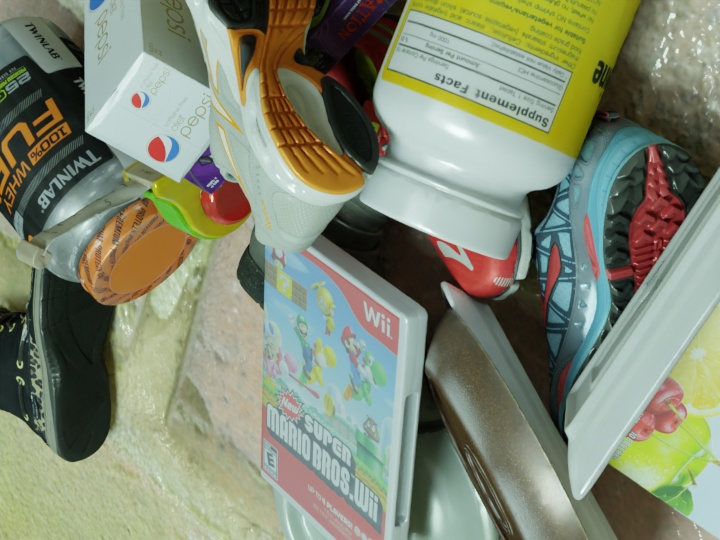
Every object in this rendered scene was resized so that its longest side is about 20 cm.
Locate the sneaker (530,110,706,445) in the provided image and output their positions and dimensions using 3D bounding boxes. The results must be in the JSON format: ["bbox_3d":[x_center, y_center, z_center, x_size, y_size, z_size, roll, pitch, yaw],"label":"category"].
[{"bbox_3d":[0.138,0.004,0.783,0.096,0.079,0.201,-125,35,-52],"label":"sneaker"}]

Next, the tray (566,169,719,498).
[{"bbox_3d":[0.152,0.010,0.674,0.022,0.107,0.201,33,103,3],"label":"tray"}]

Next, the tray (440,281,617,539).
[{"bbox_3d":[0.103,0.100,0.818,0.022,0.107,0.201,-28,74,0],"label":"tray"}]

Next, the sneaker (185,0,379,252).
[{"bbox_3d":[-0.061,-0.098,0.746,0.092,0.075,0.201,-56,45,47],"label":"sneaker"}]

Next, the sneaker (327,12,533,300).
[{"bbox_3d":[0.028,-0.064,0.815,0.077,0.084,0.201,-53,55,44],"label":"sneaker"}]

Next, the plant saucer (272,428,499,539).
[{"bbox_3d":[0.001,0.165,0.954,0.199,0.050,0.202,14,112,37],"label":"plant saucer"}]

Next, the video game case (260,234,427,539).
[{"bbox_3d":[-0.016,0.081,0.863,0.143,0.017,0.202,36,132,43],"label":"video game case"}]

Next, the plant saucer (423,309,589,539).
[{"bbox_3d":[0.084,0.118,0.790,0.201,0.032,0.200,63,176,8],"label":"plant saucer"}]

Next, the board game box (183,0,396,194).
[{"bbox_3d":[-0.036,-0.148,0.824,0.200,0.032,0.121,-43,35,27],"label":"board game box"}]

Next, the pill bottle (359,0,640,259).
[{"bbox_3d":[0.074,-0.114,0.719,0.112,0.112,0.201,26,98,33],"label":"pill bottle"}]

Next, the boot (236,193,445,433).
[{"bbox_3d":[0.000,0.000,0.889,0.200,0.067,0.131,42,129,26],"label":"boot"}]

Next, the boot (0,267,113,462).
[{"bbox_3d":[-0.272,0.040,1.141,0.153,0.073,0.205,16,112,40],"label":"boot"}]

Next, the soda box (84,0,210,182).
[{"bbox_3d":[-0.124,-0.146,0.852,0.064,0.068,0.201,-48,33,25],"label":"soda box"}]

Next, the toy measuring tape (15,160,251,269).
[{"bbox_3d":[-0.128,-0.037,0.913,0.073,0.200,0.074,35,145,29],"label":"toy measuring tape"}]

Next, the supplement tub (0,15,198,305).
[{"bbox_3d":[-0.210,-0.078,1.013,0.200,0.122,0.123,46,129,20],"label":"supplement tub"}]

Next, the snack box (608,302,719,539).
[{"bbox_3d":[0.228,0.054,0.690,0.142,0.053,0.201,33,126,3],"label":"snack box"}]
